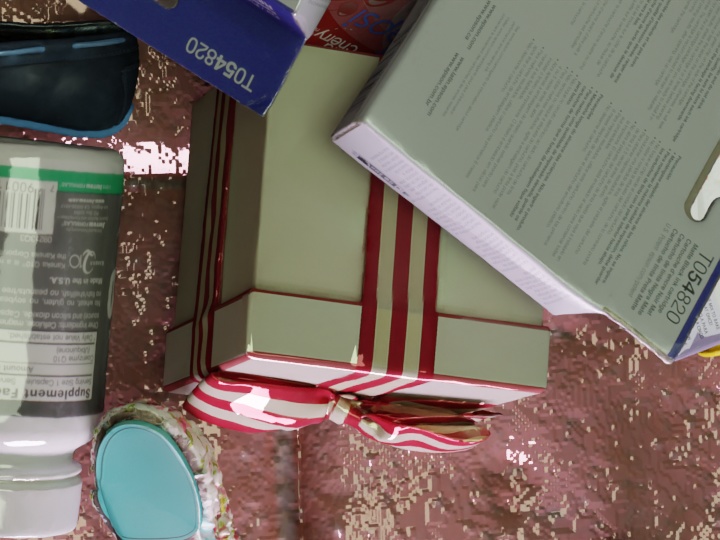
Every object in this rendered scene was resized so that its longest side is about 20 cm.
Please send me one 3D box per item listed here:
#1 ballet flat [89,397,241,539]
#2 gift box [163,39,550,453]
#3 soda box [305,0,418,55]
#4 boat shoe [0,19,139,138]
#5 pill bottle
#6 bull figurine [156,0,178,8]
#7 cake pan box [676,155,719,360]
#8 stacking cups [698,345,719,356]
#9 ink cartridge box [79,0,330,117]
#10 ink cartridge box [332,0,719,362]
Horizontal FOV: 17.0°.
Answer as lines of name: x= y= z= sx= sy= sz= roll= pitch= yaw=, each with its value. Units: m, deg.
ballet flat: x=-0.098 y=0.130 z=1.285 sx=0.075 sy=0.064 sz=0.201 roll=4 pitch=132 yaw=15
gift box: x=0.000 y=0.000 z=1.277 sx=0.183 sy=0.200 sz=0.188 roll=7 pitch=78 yaw=-13
soda box: x=0.021 y=-0.140 z=1.266 sx=0.200 sy=0.070 sz=0.064 roll=20 pitch=46 yaw=-50
boat shoe: x=-0.213 y=-0.121 z=1.255 sx=0.199 sy=0.084 sz=0.069 roll=5 pitch=113 yaw=-31
pill bottle: x=-0.186 y=0.032 z=1.255 sx=0.112 sy=0.113 sz=0.201 roll=5 pitch=94 yaw=-17
bull figurine: x=-0.038 y=-0.201 z=1.302 sx=0.199 sy=0.065 sz=0.122 roll=-18 pitch=98 yaw=-14
cake pan box: x=0.221 y=-0.074 z=1.336 sx=0.183 sy=0.052 sz=0.201 roll=-19 pitch=99 yaw=-5
stacking cups: x=0.177 y=-0.051 z=1.391 sx=0.060 sy=0.060 sz=0.201 roll=-30 pitch=98 yaw=-12
ink cartridge box: x=-0.082 y=-0.209 z=1.170 sx=0.199 sy=0.041 sz=0.201 roll=32 pitch=101 yaw=18
ink cartridge box: x=0.114 y=-0.085 z=1.203 sx=0.200 sy=0.041 sz=0.200 roll=38 pitch=66 yaw=-12
